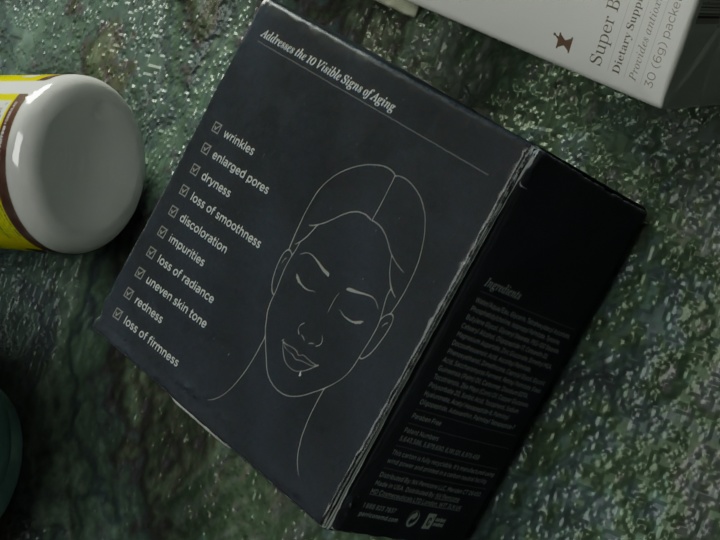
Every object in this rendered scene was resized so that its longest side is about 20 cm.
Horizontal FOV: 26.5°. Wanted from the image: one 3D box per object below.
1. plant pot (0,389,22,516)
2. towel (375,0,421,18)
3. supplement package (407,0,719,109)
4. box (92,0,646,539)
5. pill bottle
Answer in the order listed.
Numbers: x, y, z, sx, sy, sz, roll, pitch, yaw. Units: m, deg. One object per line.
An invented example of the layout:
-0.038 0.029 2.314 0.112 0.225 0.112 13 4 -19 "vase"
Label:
-0.296 0.109 0.954 0.198 0.134 0.203 -11 67 28 "plant pot"
0.015 -0.258 0.860 0.199 0.035 0.194 27 92 15 "towel"
0.098 -0.168 0.716 0.199 0.119 0.122 28 112 29 "supplement package"
0.000 0.000 0.776 0.199 0.123 0.198 34 100 38 "box"
-0.241 -0.070 0.982 0.198 0.109 0.111 5 80 37 "pill bottle"
